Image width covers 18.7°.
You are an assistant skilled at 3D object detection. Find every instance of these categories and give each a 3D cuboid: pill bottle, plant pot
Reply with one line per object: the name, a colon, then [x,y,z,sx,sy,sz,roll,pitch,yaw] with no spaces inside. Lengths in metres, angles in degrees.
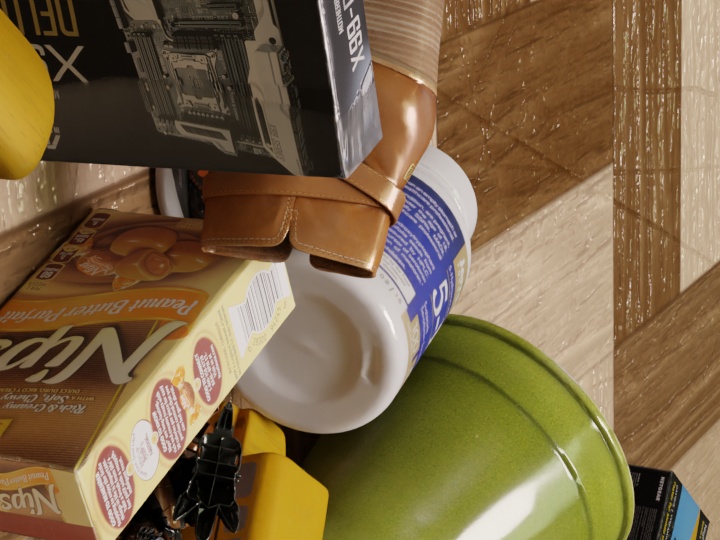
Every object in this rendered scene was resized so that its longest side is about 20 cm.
pill bottle: [0.000,0.000,1.318,0.200,0.120,0.120,-53,141,-56]
plant pot: [0.035,0.163,1.361,0.193,0.200,0.201,-41,132,-38]

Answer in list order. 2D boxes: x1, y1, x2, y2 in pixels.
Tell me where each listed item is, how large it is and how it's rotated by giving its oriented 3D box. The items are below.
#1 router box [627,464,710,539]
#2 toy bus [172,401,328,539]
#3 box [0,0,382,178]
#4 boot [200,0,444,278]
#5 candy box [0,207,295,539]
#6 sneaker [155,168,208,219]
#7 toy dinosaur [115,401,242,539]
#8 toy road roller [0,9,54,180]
router box: [0.253,0.292,1.954,0.149,0.051,0.200,48,54,-58]
toy bus: [-0.070,0.171,1.230,0.065,0.078,0.200,42,45,-40]
box: [-0.098,-0.127,1.021,0.050,0.200,0.158,-51,139,-52]
boot: [-0.063,-0.084,1.102,0.074,0.200,0.155,43,59,-72]
candy box: [-0.130,0.049,1.089,0.200,0.115,0.055,-52,139,-45]
sneaker: [-0.056,-0.109,1.200,0.078,0.112,0.200,-40,131,-53]
toy dinosaur: [-0.118,0.114,1.178,0.136,0.102,0.200,109,-14,-67]
toy road roller: [-0.190,-0.110,0.904,0.123,0.146,0.200,54,50,-54]
